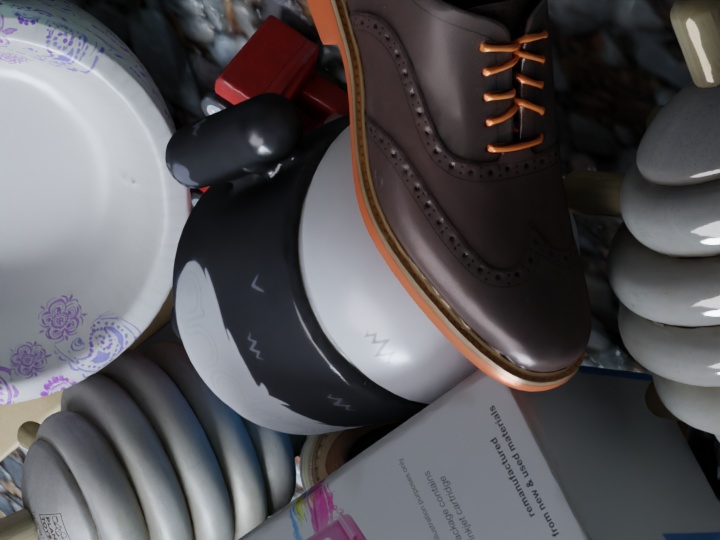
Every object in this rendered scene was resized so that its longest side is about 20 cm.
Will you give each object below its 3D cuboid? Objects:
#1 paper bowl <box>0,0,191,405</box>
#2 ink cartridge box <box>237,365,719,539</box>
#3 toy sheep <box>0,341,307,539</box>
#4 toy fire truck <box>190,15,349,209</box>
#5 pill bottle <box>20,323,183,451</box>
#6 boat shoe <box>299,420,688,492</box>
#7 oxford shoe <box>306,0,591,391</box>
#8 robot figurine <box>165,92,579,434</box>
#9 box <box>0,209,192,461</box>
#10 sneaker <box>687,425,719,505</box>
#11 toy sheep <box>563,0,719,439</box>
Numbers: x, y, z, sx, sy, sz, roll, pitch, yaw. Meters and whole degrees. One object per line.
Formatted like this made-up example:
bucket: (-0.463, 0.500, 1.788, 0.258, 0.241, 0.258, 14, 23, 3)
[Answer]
paper bowl: (-0.187, -0.043, 1.012, 0.201, 0.200, 0.104, 54, -178, -24)
ink cartridge box: (0.028, 0.123, 0.810, 0.199, 0.144, 0.085, -36, 68, 24)
toy sheep: (-0.109, 0.102, 1.060, 0.138, 0.199, 0.139, 45, 152, 32)
toy fire truck: (-0.007, -0.046, 0.957, 0.141, 0.049, 0.200, 34, 153, 8)
pill bottle: (-0.165, 0.051, 1.230, 0.109, 0.109, 0.200, 44, 152, -7)
boat shoe: (0.074, 0.088, 0.921, 0.072, 0.198, 0.077, 135, 128, -77)
oxford shoe: (0.036, -0.057, 0.707, 0.072, 0.071, 0.201, -31, 81, 56)
robot figurine: (0.002, 0.000, 0.832, 0.199, 0.149, 0.126, -17, 76, 57)
box: (-0.187, -0.007, 1.101, 0.164, 0.199, 0.021, 51, -168, -5)
sneaker: (0.197, 0.085, 0.825, 0.139, 0.078, 0.199, 32, 156, -24)
toy sheep: (0.147, -0.005, 0.727, 0.137, 0.138, 0.201, 1, 127, 51)
